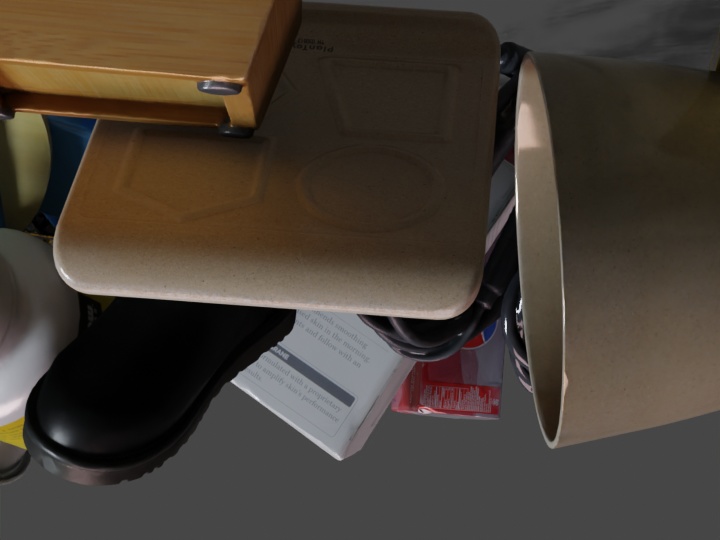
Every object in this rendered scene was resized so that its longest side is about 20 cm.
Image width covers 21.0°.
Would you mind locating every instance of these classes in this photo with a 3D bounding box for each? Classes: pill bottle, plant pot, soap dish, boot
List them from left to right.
[{"bbox_3d":[-0.187,0.041,1.086,0.110,0.112,0.200,3,166,25],"label":"pill bottle"},{"bbox_3d":[-0.103,-0.107,0.790,0.156,0.082,0.200,4,178,-1],"label":"soap dish"},{"bbox_3d":[-0.095,-0.004,0.996,0.079,0.159,0.211,26,-137,17],"label":"boot"},{"bbox_3d":[0.182,-0.015,0.930,0.198,0.189,0.187,-3,177,-2],"label":"plant pot"}]

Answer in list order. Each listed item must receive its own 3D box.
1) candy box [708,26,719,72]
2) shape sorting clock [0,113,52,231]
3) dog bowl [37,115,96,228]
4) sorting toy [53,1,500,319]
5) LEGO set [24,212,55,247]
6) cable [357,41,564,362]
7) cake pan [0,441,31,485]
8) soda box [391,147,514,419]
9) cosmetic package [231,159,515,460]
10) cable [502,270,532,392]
[{"bbox_3d":[0.218,-0.102,0.913,0.101,0.027,0.200,8,177,8],"label":"candy box"},{"bbox_3d":[-0.267,-0.074,1.060,0.198,0.039,0.201,1,137,1],"label":"shape sorting clock"},{"bbox_3d":[-0.191,-0.076,1.102,0.198,0.112,0.050,17,-141,-4],"label":"dog bowl"},{"bbox_3d":[-0.031,-0.053,0.887,0.183,0.201,0.037,4,132,4],"label":"sorting toy"},{"bbox_3d":[-0.156,-0.043,1.259,0.153,0.117,0.200,33,-168,16],"label":"LEGO set"},{"bbox_3d":[0.071,-0.036,1.078,0.051,0.201,0.162,41,-152,30],"label":"cable"},{"bbox_3d":[-0.266,0.044,1.190,0.200,0.037,0.200,45,-167,-13],"label":"cake pan"},{"bbox_3d":[0.067,0.003,1.370,0.063,0.202,0.070,6,176,-15],"label":"soda box"},{"bbox_3d":[0.000,0.000,1.224,0.122,0.201,0.199,34,178,4],"label":"cosmetic package"},{"bbox_3d":[0.149,-0.017,1.107,0.051,0.201,0.163,34,-163,21],"label":"cable"}]
